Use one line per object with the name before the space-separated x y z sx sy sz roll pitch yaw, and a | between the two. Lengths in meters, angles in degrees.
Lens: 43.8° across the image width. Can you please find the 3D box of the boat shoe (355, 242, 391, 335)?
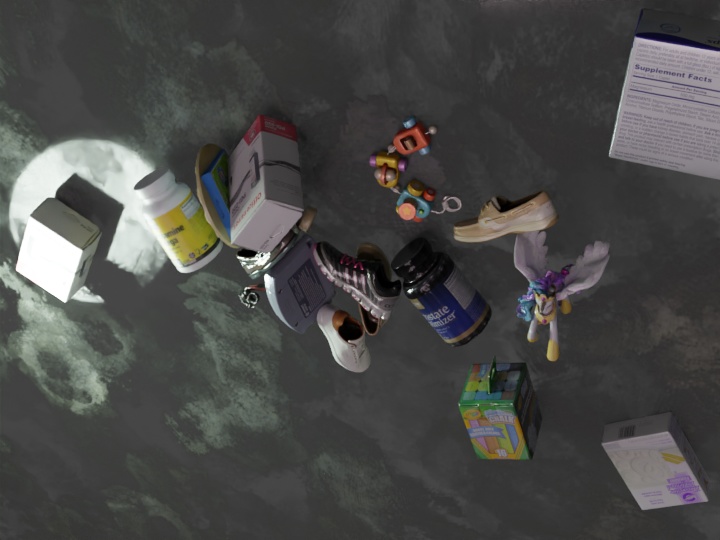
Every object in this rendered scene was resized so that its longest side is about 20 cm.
boat shoe | 0.024 0.039 1.793 0.070 0.065 0.203 5 127 22

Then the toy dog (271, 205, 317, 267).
toy dog | -0.158 -0.065 1.776 0.130 0.097 0.202 16 131 14

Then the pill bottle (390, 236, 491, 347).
pill bottle | 0.151 0.038 1.700 0.111 0.112 0.200 -28 111 39

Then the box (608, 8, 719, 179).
box | 0.476 -0.257 1.312 0.181 0.105 0.202 14 132 15

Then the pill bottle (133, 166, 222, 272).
pill bottle | -0.376 -0.106 1.837 0.111 0.113 0.202 -12 120 32

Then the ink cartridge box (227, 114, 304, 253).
ink cartridge box | -0.176 -0.156 1.633 0.084 0.203 0.146 12 142 -31

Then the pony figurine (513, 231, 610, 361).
pony figurine | 0.340 0.033 1.576 0.164 0.195 0.201 13 150 20

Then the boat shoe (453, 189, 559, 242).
boat shoe | 0.249 -0.100 1.578 0.197 0.074 0.070 -11 109 31

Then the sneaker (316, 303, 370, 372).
sneaker | -0.017 0.154 1.870 0.084 0.073 0.201 15 151 41

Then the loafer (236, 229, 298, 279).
loafer | -0.186 -0.038 1.713 0.063 0.072 0.200 41 148 -10

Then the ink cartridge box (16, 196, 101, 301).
ink cartridge box | -0.689 -0.046 2.045 0.144 0.085 0.201 33 131 -2

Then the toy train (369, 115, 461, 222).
toy train | 0.093 -0.167 1.602 0.148 0.056 0.202 -13 119 33

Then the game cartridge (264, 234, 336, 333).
game cartridge | -0.121 0.035 1.782 0.041 0.133 0.201 28 155 30

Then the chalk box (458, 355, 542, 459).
chalk box | 0.279 0.269 1.816 0.122 0.125 0.202 -5 123 28

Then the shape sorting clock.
shape sorting clock | -0.259 -0.140 1.695 0.039 0.201 0.202 -17 120 13

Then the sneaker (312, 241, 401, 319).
sneaker | 0.000 0.000 1.715 0.199 0.074 0.088 40 116 -1

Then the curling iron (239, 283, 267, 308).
curling iron | -0.174 0.045 1.916 0.197 0.025 0.051 -10 85 27

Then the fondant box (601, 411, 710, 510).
fondant box | 0.595 0.386 1.803 0.143 0.059 0.201 -19 117 35
